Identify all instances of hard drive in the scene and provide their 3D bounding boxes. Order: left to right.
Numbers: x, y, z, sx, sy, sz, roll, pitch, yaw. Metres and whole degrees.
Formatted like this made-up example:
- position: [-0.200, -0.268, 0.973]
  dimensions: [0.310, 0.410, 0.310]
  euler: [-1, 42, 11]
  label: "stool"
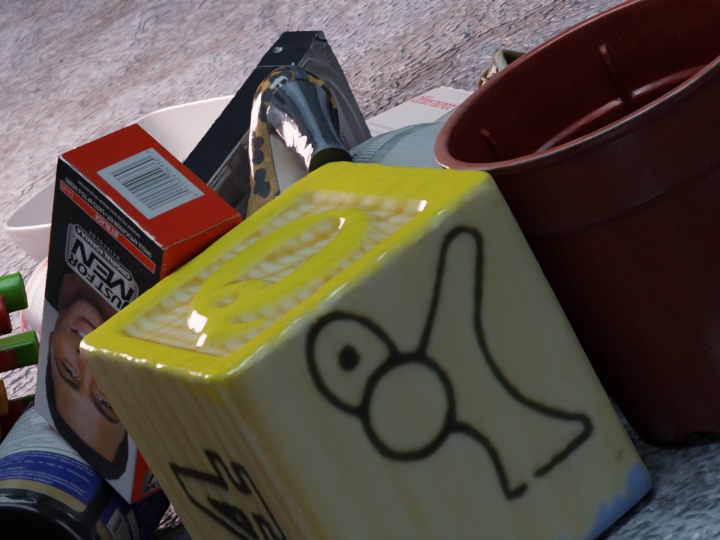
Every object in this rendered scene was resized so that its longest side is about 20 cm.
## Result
- position: [-0.054, -0.035, 1.792]
  dimensions: [0.038, 0.140, 0.200]
  euler: [2, 41, 36]
  label: "hard drive"

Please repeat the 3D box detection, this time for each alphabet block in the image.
- position: [0.002, 0.077, 1.545]
  dimensions: [0.195, 0.201, 0.196]
  euler: [-36, 19, -23]
  label: "alphabet block"

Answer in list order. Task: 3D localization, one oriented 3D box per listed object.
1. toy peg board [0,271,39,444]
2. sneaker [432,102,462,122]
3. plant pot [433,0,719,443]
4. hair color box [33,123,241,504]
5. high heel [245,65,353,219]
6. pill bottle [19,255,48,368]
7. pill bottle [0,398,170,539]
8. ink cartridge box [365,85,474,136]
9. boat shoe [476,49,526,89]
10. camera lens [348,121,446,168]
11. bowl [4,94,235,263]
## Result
- position: [-0.250, 0.102, 1.889]
  dimensions: [0.097, 0.201, 0.199]
  euler: [-14, 18, -2]
  label: "toy peg board"
- position: [0.113, -0.076, 1.921]
  dimensions: [0.200, 0.112, 0.073]
  euler: [-36, 3, -39]
  label: "sneaker"
- position: [0.171, -0.026, 1.572]
  dimensions: [0.200, 0.196, 0.201]
  euler: [-26, 18, 9]
  label: "plant pot"
- position: [-0.132, 0.027, 1.681]
  dimensions: [0.061, 0.201, 0.101]
  euler: [-25, 51, -34]
  label: "hair color box"
- position: [-0.045, -0.016, 1.729]
  dimensions: [0.071, 0.201, 0.143]
  euler: [5, 26, -17]
  label: "high heel"
- position: [-0.161, 0.045, 1.987]
  dimensions: [0.119, 0.120, 0.200]
  euler: [-32, 14, -10]
  label: "pill bottle"
- position: [-0.177, 0.139, 1.789]
  dimensions: [0.111, 0.112, 0.200]
  euler: [-21, 19, 24]
  label: "pill bottle"
- position: [-0.001, -0.048, 2.025]
  dimensions: [0.199, 0.086, 0.148]
  euler: [-25, 12, -8]
  label: "ink cartridge box"
- position: [0.117, -0.132, 2.137]
  dimensions: [0.199, 0.072, 0.072]
  euler: [-20, 20, 25]
  label: "boat shoe"
- position: [0.073, -0.011, 1.736]
  dimensions: [0.160, 0.161, 0.200]
  euler: [-39, 20, -28]
  label: "camera lens"
- position: [-0.172, -0.063, 2.385]
  dimensions: [0.199, 0.075, 0.200]
  euler: [-5, 31, 51]
  label: "bowl"
